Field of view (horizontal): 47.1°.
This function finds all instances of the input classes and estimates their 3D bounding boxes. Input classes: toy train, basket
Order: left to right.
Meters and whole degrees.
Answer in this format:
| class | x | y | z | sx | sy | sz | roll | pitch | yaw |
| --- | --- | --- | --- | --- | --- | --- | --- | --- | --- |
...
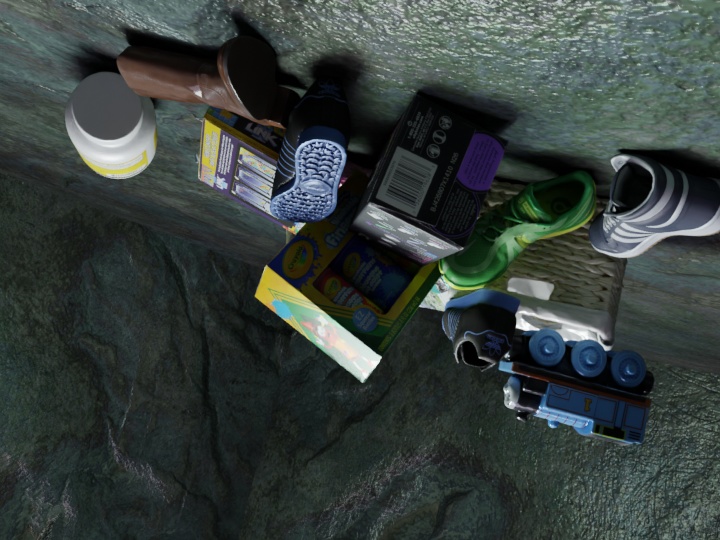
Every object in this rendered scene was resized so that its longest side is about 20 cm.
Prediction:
| class | x | y | z | sx | sy | sz | roll | pitch | yaw |
| --- | --- | --- | --- | --- | --- | --- | --- | --- | --- |
| basket | 0.238 | -0.004 | 1.058 | 0.195 | 0.164 | 0.200 | 13 | 175 | 22 |
| toy train | 0.266 | 0.143 | 1.026 | 0.197 | 0.116 | 0.087 | 14 | 173 | -4 |

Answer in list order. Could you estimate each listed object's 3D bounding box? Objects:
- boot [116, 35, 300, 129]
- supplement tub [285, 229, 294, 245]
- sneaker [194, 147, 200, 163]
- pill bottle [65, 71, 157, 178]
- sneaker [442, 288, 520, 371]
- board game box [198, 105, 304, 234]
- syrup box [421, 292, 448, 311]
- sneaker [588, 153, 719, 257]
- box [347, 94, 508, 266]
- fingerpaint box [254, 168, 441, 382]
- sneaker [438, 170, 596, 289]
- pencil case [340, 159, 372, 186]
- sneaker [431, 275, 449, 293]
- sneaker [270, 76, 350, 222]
| class | x | y | z | sx | sy | sz | roll | pitch | yaw |
| --- | --- | --- | --- | --- | --- | --- | --- | --- | --- |
| boot | -0.175 | -0.201 | 0.828 | 0.197 | 0.065 | 0.186 | 19 | 174 | 14 |
| supplement tub | -0.044 | -0.042 | 1.272 | 0.143 | 0.147 | 0.201 | 16 | -159 | -10 |
| sneaker | -0.168 | -0.155 | 1.269 | 0.198 | 0.073 | 0.072 | 26 | -153 | 20 |
| pill bottle | -0.316 | -0.186 | 1.055 | 0.110 | 0.113 | 0.200 | 16 | 174 | -13 |
| sneaker | 0.131 | 0.077 | 0.970 | 0.069 | 0.079 | 0.200 | 18 | 167 | -1 |
| board game box | -0.114 | -0.128 | 1.019 | 0.164 | 0.057 | 0.200 | 30 | 162 | -5 |
| syrup box | 0.122 | 0.007 | 1.262 | 0.199 | 0.082 | 0.079 | 9 | 141 | 53 |
| sneaker | 0.270 | -0.064 | 0.843 | 0.107 | 0.071 | 0.200 | 12 | 169 | -19 |
| box | 0.063 | -0.087 | 0.878 | 0.105 | 0.124 | 0.200 | 25 | 173 | -4 |
| fingerpaint box | 0.000 | 0.000 | 0.986 | 0.166 | 0.200 | 0.074 | 38 | 143 | 5 |
| sneaker | 0.168 | -0.053 | 0.896 | 0.075 | 0.198 | 0.084 | 56 | 173 | 24 |
| pencil case | 0.046 | -0.099 | 1.088 | 0.197 | 0.084 | 0.086 | 12 | -147 | 29 |
| sneaker | 0.072 | -0.014 | 1.146 | 0.084 | 0.197 | 0.122 | -116 | 5 | -50 |
| sneaker | -0.049 | -0.118 | 0.853 | 0.069 | 0.079 | 0.200 | 11 | 157 | -13 |
